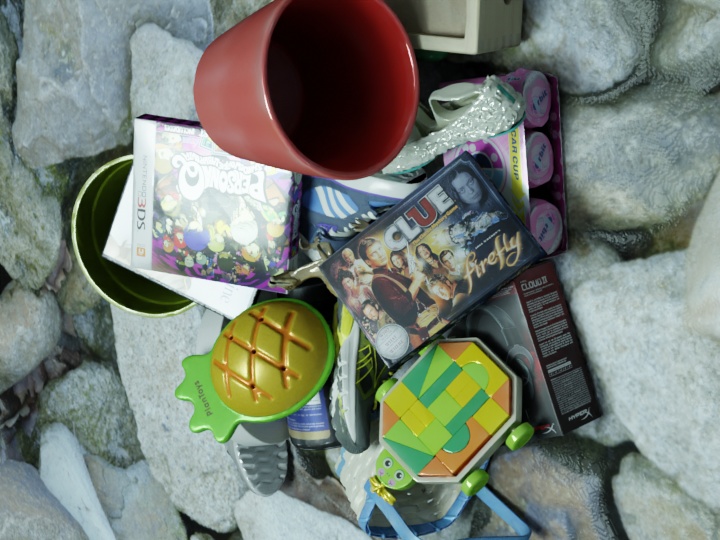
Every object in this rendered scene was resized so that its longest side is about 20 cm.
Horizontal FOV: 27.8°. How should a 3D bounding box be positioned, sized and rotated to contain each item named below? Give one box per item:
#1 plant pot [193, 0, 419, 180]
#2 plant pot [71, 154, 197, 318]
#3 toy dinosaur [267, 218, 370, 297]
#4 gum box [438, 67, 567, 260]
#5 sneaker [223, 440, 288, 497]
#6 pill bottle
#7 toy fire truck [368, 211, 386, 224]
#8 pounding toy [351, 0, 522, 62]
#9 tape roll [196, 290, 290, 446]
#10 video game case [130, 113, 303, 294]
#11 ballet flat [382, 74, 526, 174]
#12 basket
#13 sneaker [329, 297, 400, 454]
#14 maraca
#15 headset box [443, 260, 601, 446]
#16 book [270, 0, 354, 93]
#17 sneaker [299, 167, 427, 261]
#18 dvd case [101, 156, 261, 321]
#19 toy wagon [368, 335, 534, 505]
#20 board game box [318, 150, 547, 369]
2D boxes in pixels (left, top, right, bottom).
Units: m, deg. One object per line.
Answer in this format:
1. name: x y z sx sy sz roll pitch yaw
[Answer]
1. plant pot: -0.067 -0.189 1.495 0.177 0.200 0.201 1 102 53
2. plant pot: -0.227 -0.060 1.828 0.200 0.193 0.201 4 104 16
3. toy dinosaur: 0.000 0.000 1.608 0.200 0.058 0.101 11 134 8
4. gum box: 0.152 -0.115 1.551 0.113 0.066 0.200 6 106 44
5. sneaker: -0.158 0.213 1.963 0.082 0.075 0.200 -48 60 56
6. pill bottle: -0.046 0.110 1.779 0.112 0.112 0.200 -1 101 45
7. toy fire truck: 0.025 -0.049 1.708 0.141 0.049 0.200 52 131 20
8. pounding toy: 0.078 -0.299 1.543 0.184 0.142 0.200 11 108 31
9. tape roll: -0.128 0.115 1.799 0.037 0.203 0.203 -8 96 32
10. video game case: -0.165 -0.077 1.660 0.200 0.036 0.182 10 109 15
11. ballet flat: 0.083 -0.158 1.506 0.200 0.072 0.072 -18 89 42
12. basket: 0.080 0.252 1.659 0.200 0.176 0.139 40 115 46
13. sneaker: 0.012 0.109 1.645 0.074 0.085 0.200 118 155 -66
14. maraca: -0.121 0.113 1.663 0.200 0.107 0.137 -31 65 9
15. headset box: 0.159 0.086 1.596 0.149 0.077 0.200 -17 91 46
16. book: -0.006 -0.228 1.637 0.048 0.134 0.200 -44 65 5
17. sneaker: -0.004 -0.058 1.652 0.200 0.081 0.147 15 119 37
18. dvd case: -0.197 -0.038 1.711 0.200 0.018 0.143 25 108 10
19. toy wagon: 0.082 0.168 1.550 0.200 0.040 0.155 -47 64 5
20. board game box: 0.073 -0.010 1.511 0.200 0.035 0.136 -39 75 10
